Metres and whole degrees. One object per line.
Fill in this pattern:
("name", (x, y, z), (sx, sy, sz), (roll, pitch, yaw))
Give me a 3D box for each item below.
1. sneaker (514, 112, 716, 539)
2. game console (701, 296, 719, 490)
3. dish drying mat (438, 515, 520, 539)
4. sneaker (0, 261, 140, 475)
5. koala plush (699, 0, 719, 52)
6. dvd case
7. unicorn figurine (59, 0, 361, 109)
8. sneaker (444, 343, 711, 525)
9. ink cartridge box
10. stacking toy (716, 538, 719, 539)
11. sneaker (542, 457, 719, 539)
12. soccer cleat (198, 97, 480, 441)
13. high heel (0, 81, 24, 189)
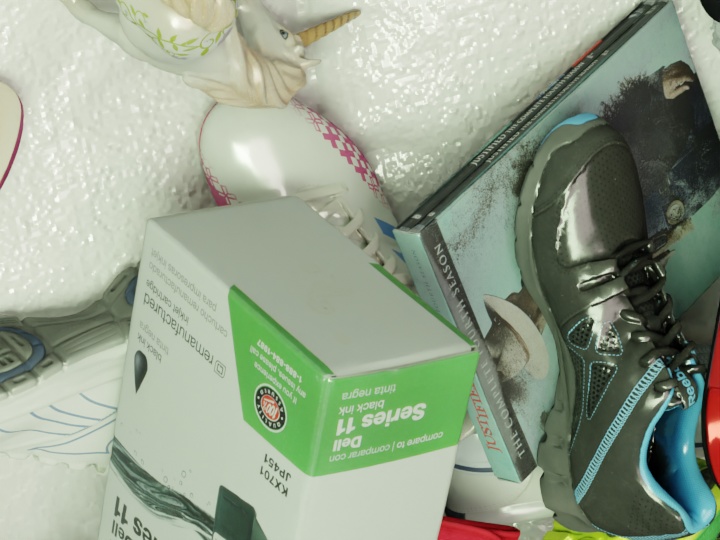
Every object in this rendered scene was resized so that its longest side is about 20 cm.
("sneaker", (0.124, 0.027, 1.198), (0.073, 0.082, 0.201), (-21, 110, -38))
("game console", (0.210, 0.037, 1.264), (0.177, 0.031, 0.201), (55, 43, -53))
("dish drying mat", (0.019, 0.211, 1.230), (0.077, 0.018, 0.201), (14, 97, -41))
("sneaker", (-0.129, 0.060, 1.193), (0.199, 0.075, 0.087), (-18, 121, -15))
("koala plush", (0.199, -0.174, 1.188), (0.184, 0.177, 0.201), (-34, 117, -31))
("dvd case", (0.106, -0.016, 1.246), (0.200, 0.022, 0.146), (-41, 123, -31))
("unicorn figurine", (-0.081, -0.117, 1.119), (0.137, 0.200, 0.074), (37, 99, -3))
("sneaker", (0.130, 0.086, 1.320), (0.199, 0.073, 0.071), (-6, 122, -11))
("ink cartridge box", (-0.038, 0.091, 1.139), (0.083, 0.147, 0.201), (-10, 123, -35))
("stacking toy", (0.214, 0.160, 1.373), (0.109, 0.116, 0.201), (16, 89, -28))
("sneaker", (0.117, 0.177, 1.274), (0.084, 0.074, 0.200), (34, 89, -43))
("soccer cleat", (0.000, 0.000, 1.214), (0.070, 0.086, 0.200), (-38, 119, -5))
("high heel", (-0.215, 0.005, 1.156), (0.067, 0.096, 0.200), (31, 73, 6))
